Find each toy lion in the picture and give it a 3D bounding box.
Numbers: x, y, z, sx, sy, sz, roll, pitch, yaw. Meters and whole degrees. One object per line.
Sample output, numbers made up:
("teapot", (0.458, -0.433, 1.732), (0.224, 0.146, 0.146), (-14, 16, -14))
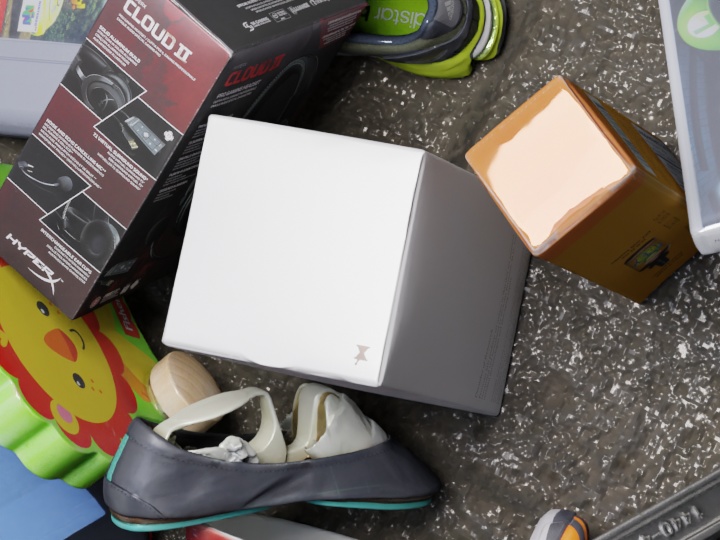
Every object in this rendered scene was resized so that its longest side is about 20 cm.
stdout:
("toy lion", (-0.167, 0.027, 1.577), (0.069, 0.191, 0.201), (-36, 62, 20))

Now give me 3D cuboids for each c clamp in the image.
("c clamp", (0.181, 0.195, 1.499), (0.200, 0.027, 0.171), (-34, 76, -15))

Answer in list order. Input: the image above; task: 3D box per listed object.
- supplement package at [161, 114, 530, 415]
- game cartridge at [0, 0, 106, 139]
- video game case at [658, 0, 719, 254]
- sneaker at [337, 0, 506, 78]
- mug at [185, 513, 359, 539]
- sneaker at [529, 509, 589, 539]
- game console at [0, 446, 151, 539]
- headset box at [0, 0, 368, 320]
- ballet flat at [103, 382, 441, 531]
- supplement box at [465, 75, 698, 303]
("supplement package", (0.000, 0.000, 1.530), (0.121, 0.200, 0.120), (11, 87, 20))
("game cartridge", (-0.164, -0.173, 1.677), (0.133, 0.041, 0.201), (7, 85, 38))
("video game case", (0.243, -0.111, 1.494), (0.181, 0.023, 0.201), (-17, 47, 16))
("sneaker", (-0.024, -0.149, 1.620), (0.199, 0.081, 0.074), (3, 84, 20))
("mug", (-0.068, 0.235, 1.550), (0.133, 0.177, 0.201), (19, 95, 54))
("sneaker", (0.128, 0.227, 1.531), (0.111, 0.078, 0.201), (6, 90, 12))
("game console", (-0.231, 0.122, 1.629), (0.176, 0.031, 0.200), (-33, 114, 13))
("headset box", (-0.092, -0.087, 1.540), (0.077, 0.149, 0.200), (41, 119, 12))
("ballet flat", (-0.040, 0.094, 1.543), (0.073, 0.199, 0.074), (5, 96, 58))
("supplement box", (0.122, -0.037, 1.490), (0.066, 0.200, 0.069), (-40, 70, 10))
